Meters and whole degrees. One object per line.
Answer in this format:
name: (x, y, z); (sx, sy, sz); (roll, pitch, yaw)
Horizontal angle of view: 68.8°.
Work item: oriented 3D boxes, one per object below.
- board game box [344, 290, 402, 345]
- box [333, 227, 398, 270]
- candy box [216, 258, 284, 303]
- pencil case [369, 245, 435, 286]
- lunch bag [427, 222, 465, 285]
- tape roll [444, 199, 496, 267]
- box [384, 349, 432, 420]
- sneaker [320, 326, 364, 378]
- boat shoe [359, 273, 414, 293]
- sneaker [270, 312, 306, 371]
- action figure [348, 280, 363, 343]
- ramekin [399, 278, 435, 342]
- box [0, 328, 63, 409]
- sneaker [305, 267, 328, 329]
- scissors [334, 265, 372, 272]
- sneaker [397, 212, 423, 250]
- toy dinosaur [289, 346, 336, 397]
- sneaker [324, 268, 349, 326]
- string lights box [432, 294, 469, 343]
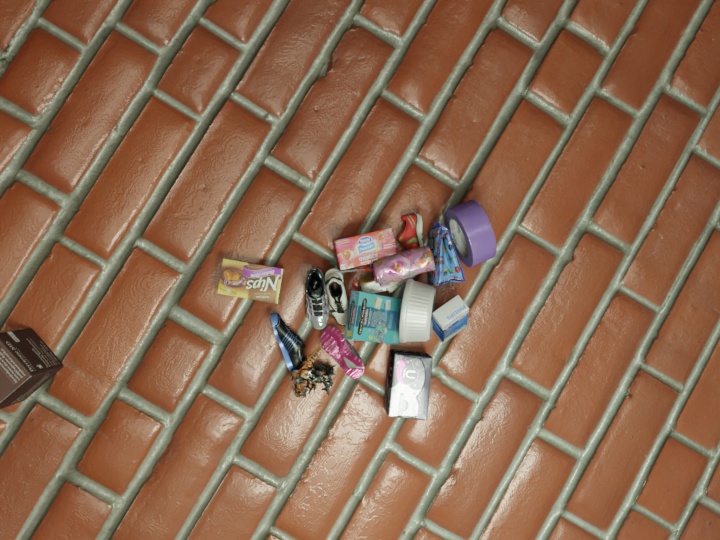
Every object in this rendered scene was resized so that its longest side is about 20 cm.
board game box: (0.048, 0.152, 1.682); (0.199, 0.047, 0.153); (12, 86, -39)
box: (0.016, -0.067, 1.713); (0.198, 0.095, 0.101); (-13, 88, -5)
candy box: (-0.352, 0.035, 1.702); (0.198, 0.056, 0.118); (10, 87, -3)
pencil case: (0.134, -0.013, 1.649); (0.198, 0.087, 0.088); (-18, 89, 1)
lunch bag: (0.265, -0.057, 1.704); (0.093, 0.151, 0.202); (-8, 88, -5)
tape roll: (0.351, -0.118, 1.689); (0.084, 0.200, 0.202); (-21, 90, -6)
box: (0.153, 0.366, 1.700); (0.131, 0.115, 0.202); (6, 87, -4)
sneaker: (-0.057, 0.271, 1.707); (0.081, 0.088, 0.201); (-37, 69, -2)
boat shoe: (0.094, 0.038, 1.736); (0.198, 0.071, 0.070); (-14, 116, -12)
sneaker: (-0.228, 0.222, 1.702); (0.077, 0.070, 0.202); (-21, 97, -8)
action figure: (-0.007, 0.131, 1.707); (0.051, 0.065, 0.202); (-4, 99, 28)
ramekin: (0.183, 0.131, 1.660); (0.093, 0.202, 0.205); (6, 87, 12)
box: (-1.043, 0.293, 1.567); (0.164, 0.200, 0.166); (-40, 92, -5)
sneaker: (-0.144, 0.090, 1.672); (0.077, 0.140, 0.202); (-9, 88, -4)
scissors: (0.000, 0.000, 1.703); (0.198, 0.073, 0.014); (-11, 80, -20)
sneaker: (0.164, -0.092, 1.741); (0.084, 0.077, 0.202); (0, 74, 3)
toy dinosaur: (-0.152, 0.332, 1.667); (0.134, 0.201, 0.103); (16, 48, -7)
sneaker: (-0.074, 0.098, 1.684); (0.073, 0.080, 0.202); (-14, 115, 3)
string lights box: (0.286, 0.159, 1.672); (0.102, 0.200, 0.059); (-34, 67, -6)
